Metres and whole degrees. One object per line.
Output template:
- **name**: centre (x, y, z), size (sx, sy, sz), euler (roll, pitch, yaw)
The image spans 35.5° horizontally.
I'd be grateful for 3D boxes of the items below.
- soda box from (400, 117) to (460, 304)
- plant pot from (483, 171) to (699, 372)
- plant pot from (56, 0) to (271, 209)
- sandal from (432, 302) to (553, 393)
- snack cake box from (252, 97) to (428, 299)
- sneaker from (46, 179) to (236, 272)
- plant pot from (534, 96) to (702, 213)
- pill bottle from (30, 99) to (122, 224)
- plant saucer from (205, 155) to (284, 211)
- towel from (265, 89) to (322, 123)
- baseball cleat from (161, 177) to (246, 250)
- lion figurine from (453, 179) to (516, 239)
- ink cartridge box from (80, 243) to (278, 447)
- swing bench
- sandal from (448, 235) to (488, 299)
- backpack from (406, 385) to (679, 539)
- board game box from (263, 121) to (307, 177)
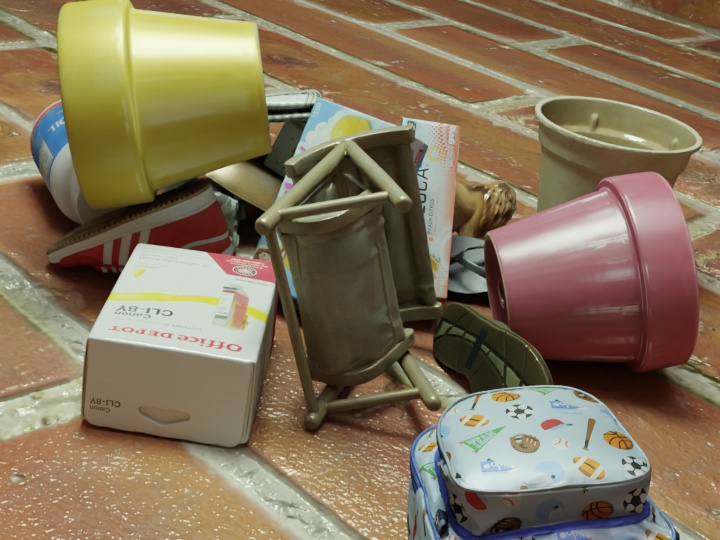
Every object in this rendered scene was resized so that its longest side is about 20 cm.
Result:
- **soda box**: centre (0.063, -0.058, 1.211), size (0.068, 0.202, 0.064), euler (8, -20, -5)
- **plant pot**: centre (0.223, 0.011, 1.135), size (0.177, 0.202, 0.200), euler (-9, 26, -2)
- **plant pot**: centre (-0.187, -0.172, 1.117), size (0.186, 0.203, 0.201), euler (-7, 26, -3)
- **sandal**: centre (0.132, 0.094, 1.064), size (0.054, 0.082, 0.200), euler (21, 9, -29)
- **snack cake box**: centre (-0.025, -0.063, 1.165), size (0.114, 0.202, 0.067), euler (23, 2, 28)
- **sneaker**: centre (-0.224, -0.011, 1.170), size (0.198, 0.113, 0.071), euler (-17, 21, 17)
- **plant pot**: centre (0.291, -0.091, 1.361), size (0.198, 0.186, 0.201), euler (7, 24, -3)
- **pill bottle**: centre (-0.308, -0.118, 1.297), size (0.111, 0.113, 0.200), euler (-4, 28, -27)
- **plant saucer**: centre (-0.137, -0.128, 1.353), size (0.199, 0.036, 0.200), euler (33, 13, -8)
- **towel**: centre (-0.143, -0.198, 1.332), size (0.197, 0.035, 0.193), euler (-5, 14, -1)
- **baseball cleat**: centre (-0.184, -0.063, 1.295), size (0.105, 0.071, 0.200), euler (3, 15, 0)
- **lion figurine**: centre (0.097, -0.083, 1.306), size (0.199, 0.123, 0.072), euler (32, 2, -40)
- **ink cartridge box**: centre (-0.153, 0.059, 1.003), size (0.143, 0.084, 0.200), euler (8, 25, -2)
- **swing bench**: centre (0.000, 0.000, 1.014), size (0.128, 0.201, 0.200), euler (-8, 23, 7)
- **sandal**: centre (0.161, -0.002, 1.254), size (0.198, 0.043, 0.077), euler (11, 58, 4)
- **backpack**: centre (0.114, 0.168, 0.798), size (0.197, 0.156, 0.191), euler (1, 15, -11)
- **board game box**: centre (-0.027, -0.136, 1.401), size (0.147, 0.065, 0.200), euler (32, 15, -1)
